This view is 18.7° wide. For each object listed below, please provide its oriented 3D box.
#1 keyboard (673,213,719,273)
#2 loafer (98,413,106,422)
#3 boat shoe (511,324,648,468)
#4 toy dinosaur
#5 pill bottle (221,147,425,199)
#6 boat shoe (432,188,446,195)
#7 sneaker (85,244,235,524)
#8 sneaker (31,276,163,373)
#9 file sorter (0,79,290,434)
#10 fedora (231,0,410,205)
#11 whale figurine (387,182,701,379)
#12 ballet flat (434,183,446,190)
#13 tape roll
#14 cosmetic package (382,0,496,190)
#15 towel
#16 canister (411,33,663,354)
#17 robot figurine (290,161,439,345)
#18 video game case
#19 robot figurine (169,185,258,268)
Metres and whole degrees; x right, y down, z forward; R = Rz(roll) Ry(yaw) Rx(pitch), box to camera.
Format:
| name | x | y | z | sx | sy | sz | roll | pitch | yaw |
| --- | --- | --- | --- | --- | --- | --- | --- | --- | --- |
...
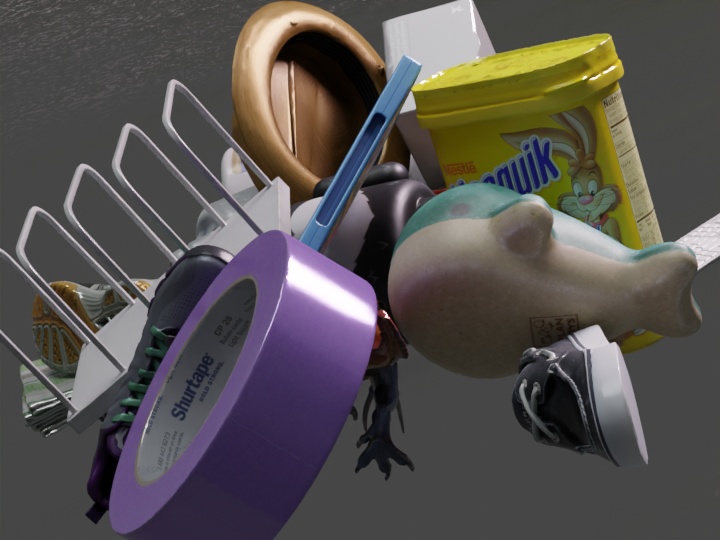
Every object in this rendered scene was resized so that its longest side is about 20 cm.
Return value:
| name | x | y | z | sx | sy | sz | roll | pitch | yaw |
| --- | --- | --- | --- | --- | --- | --- | --- | --- | --- |
| keyboard | 0.241 | -0.010 | 1.608 | 0.056 | 0.011 | 0.199 | -5 | 19 | 47 |
| loafer | -0.150 | 0.094 | 1.588 | 0.199 | 0.072 | 0.063 | -2 | 26 | 46 |
| boat shoe | 0.122 | 0.075 | 1.273 | 0.067 | 0.072 | 0.200 | -15 | 10 | 2 |
| toy dinosaur | 0.007 | 0.046 | 1.397 | 0.200 | 0.104 | 0.182 | -51 | 23 | 38 |
| pill bottle | -0.018 | -0.081 | 2.021 | 0.198 | 0.121 | 0.120 | -15 | 13 | 12 |
| boat shoe | 0.126 | -0.049 | 1.708 | 0.198 | 0.063 | 0.072 | 1 | 52 | 19 |
| sneaker | -0.126 | 0.080 | 1.436 | 0.074 | 0.201 | 0.088 | 25 | 32 | 2 |
| sneaker | -0.190 | 0.044 | 1.768 | 0.087 | 0.076 | 0.199 | -3 | 2 | -40 |
| file sorter | -0.162 | -0.015 | 1.538 | 0.200 | 0.125 | 0.139 | -40 | 17 | 12 |
| fedora | -0.047 | -0.118 | 1.779 | 0.082 | 0.202 | 0.200 | -31 | 0 | 43 |
| whale figurine | 0.118 | -0.001 | 1.396 | 0.198 | 0.160 | 0.104 | -2 | 47 | 13 |
| ballet flat | 0.104 | -0.043 | 1.788 | 0.198 | 0.076 | 0.068 | -15 | 12 | 14 |
| tape roll | -0.070 | 0.079 | 1.284 | 0.200 | 0.065 | 0.201 | -51 | 19 | 25 |
| cosmetic package | 0.087 | -0.120 | 1.822 | 0.089 | 0.200 | 0.108 | -15 | 52 | 15 |
| towel | -0.208 | 0.086 | 1.808 | 0.148 | 0.031 | 0.200 | -17 | 10 | -7 |
| canister | 0.129 | -0.045 | 1.476 | 0.148 | 0.202 | 0.086 | -6 | 17 | 42 |
| robot figurine | -0.001 | 0.000 | 1.637 | 0.198 | 0.126 | 0.150 | -12 | 14 | 25 |
| video game case | -0.021 | -0.038 | 1.509 | 0.201 | 0.018 | 0.143 | -61 | 0 | -27 |
| robot figurine | -0.059 | -0.023 | 1.844 | 0.199 | 0.114 | 0.169 | -24 | 4 | -26 |
